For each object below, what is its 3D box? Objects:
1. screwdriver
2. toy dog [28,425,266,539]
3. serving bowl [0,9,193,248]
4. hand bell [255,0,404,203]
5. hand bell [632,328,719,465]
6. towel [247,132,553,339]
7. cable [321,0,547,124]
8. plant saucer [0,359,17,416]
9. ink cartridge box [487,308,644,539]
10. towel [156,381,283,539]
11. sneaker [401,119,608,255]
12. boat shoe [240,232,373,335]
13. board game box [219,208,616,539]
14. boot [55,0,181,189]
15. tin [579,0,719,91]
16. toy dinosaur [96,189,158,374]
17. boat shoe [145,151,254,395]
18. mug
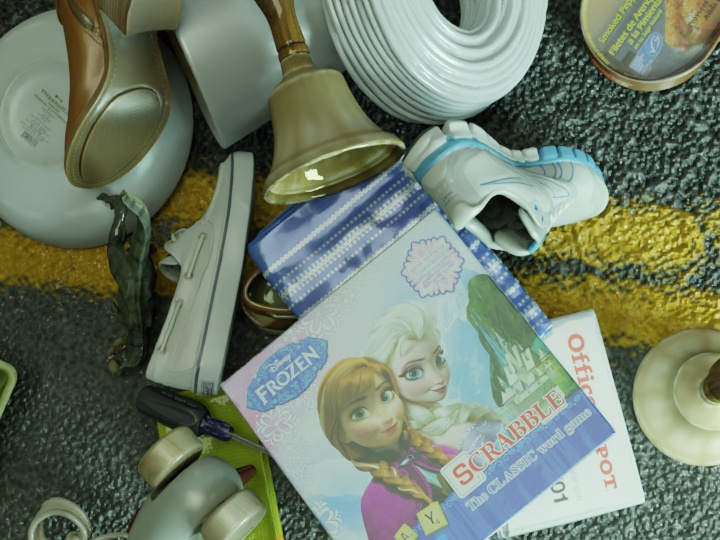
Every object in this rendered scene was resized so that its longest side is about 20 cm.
[{"bbox_3d":[-0.085,0.133,1.001,0.199,0.029,0.028,21,87,13],"label":"screwdriver"},{"bbox_3d":[-0.143,0.202,0.984,0.199,0.096,0.133,-31,78,25],"label":"toy dog"},{"bbox_3d":[-0.240,-0.121,1.050,0.198,0.066,0.202,-1,86,13],"label":"serving bowl"},{"bbox_3d":[-0.050,-0.160,0.913,0.103,0.104,0.201,-20,81,4],"label":"hand bell"},{"bbox_3d":[0.248,0.082,0.894,0.103,0.200,0.105,-1,81,7],"label":"hand bell"},{"bbox_3d":[0.026,0.011,0.946,0.145,0.024,0.200,-39,75,0],"label":"towel"},{"bbox_3d":[0.060,-0.213,0.982,0.069,0.199,0.202,-10,86,49],"label":"cable"},{"bbox_3d":[-0.391,0.136,1.048,0.198,0.048,0.201,22,85,10],"label":"plant saucer"},{"bbox_3d":[0.096,0.125,0.966,0.198,0.086,0.148,-15,78,7],"label":"ink cartridge box"},{"bbox_3d":[-0.108,0.190,1.017,0.085,0.018,0.202,-12,79,5],"label":"towel"},{"bbox_3d":[0.118,-0.045,0.944,0.075,0.199,0.087,-49,53,34],"label":"sneaker"},{"bbox_3d":[0.000,0.000,1.004,0.199,0.074,0.076,-22,79,4],"label":"boat shoe"},{"bbox_3d":[0.038,0.096,0.900,0.200,0.041,0.200,-40,77,1],"label":"board game box"},{"bbox_3d":[-0.207,-0.178,0.972,0.076,0.201,0.155,-13,47,-34],"label":"boot"},{"bbox_3d":[0.253,-0.235,1.027,0.112,0.042,0.201,35,87,7],"label":"tin"},{"bbox_3d":[-0.178,-0.009,1.006,0.047,0.201,0.088,-4,44,-13],"label":"toy dinosaur"},{"bbox_3d":[-0.124,-0.003,1.008,0.065,0.072,0.202,10,73,-4],"label":"boat shoe"},{"bbox_3d":[-0.079,-0.212,1.018,0.152,0.149,0.188,-25,85,-5],"label":"mug"}]
